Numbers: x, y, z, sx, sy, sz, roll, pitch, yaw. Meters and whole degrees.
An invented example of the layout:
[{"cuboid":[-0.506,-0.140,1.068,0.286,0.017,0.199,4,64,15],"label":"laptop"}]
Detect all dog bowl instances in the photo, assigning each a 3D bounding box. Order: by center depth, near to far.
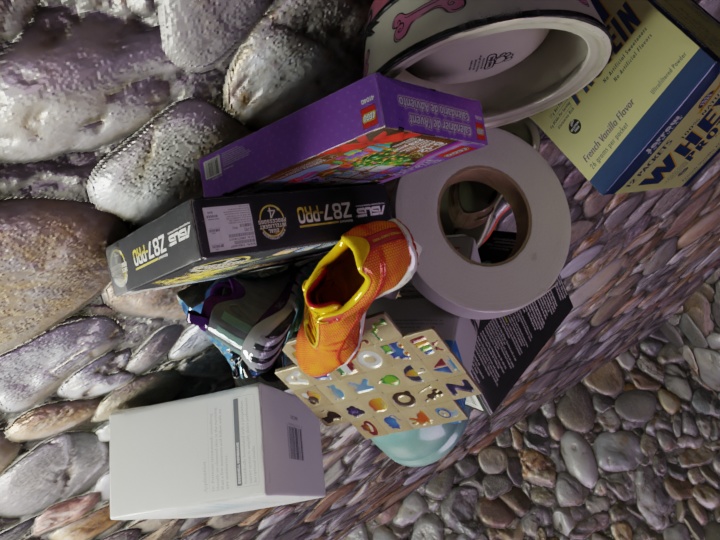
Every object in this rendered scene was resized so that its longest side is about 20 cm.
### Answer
[{"cuboid":[0.090,-0.177,0.558,0.194,0.076,0.200,-9,169,-2],"label":"dog bowl"}]

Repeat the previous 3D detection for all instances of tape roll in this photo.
[{"cuboid":[0.127,-0.052,0.755,0.199,0.206,0.037,-28,173,-17],"label":"tape roll"}]

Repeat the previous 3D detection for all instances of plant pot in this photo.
[{"cuboid":[0.068,0.201,1.172,0.199,0.202,0.134,-41,134,12],"label":"plant pot"}]

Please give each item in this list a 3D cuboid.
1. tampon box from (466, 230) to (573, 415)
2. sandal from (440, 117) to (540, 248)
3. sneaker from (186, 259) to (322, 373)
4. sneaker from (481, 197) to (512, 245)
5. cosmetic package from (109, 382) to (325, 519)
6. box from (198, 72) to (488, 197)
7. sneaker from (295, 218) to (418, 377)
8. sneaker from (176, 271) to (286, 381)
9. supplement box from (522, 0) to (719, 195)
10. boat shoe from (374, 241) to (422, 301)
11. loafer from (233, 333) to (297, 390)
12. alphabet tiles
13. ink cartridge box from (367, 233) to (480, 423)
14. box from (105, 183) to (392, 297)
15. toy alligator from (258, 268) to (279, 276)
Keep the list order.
[{"cuboid":[0.156,0.059,0.953,0.200,0.148,0.128,-44,119,-23],"label":"tampon box"},{"cuboid":[0.133,-0.094,0.840,0.204,0.079,0.057,-60,165,25],"label":"sandal"},{"cuboid":[-0.089,0.020,0.680,0.076,0.086,0.200,-65,176,18],"label":"sneaker"},{"cuboid":[0.151,-0.066,0.926,0.199,0.078,0.082,-39,162,7],"label":"sneaker"},{"cuboid":[-0.167,0.228,0.873,0.194,0.127,0.199,-12,160,14],"label":"cosmetic package"},{"cuboid":[-0.016,-0.094,0.570,0.197,0.040,0.135,-14,174,41],"label":"box"},{"cuboid":[-0.025,0.026,0.603,0.076,0.074,0.202,-12,148,-33],"label":"sneaker"},{"cuboid":[-0.118,0.064,0.747,0.077,0.092,0.200,-23,154,10],"label":"sneaker"},{"cuboid":[0.248,-0.193,0.670,0.197,0.202,0.135,-9,144,-44],"label":"supplement box"},{"cuboid":[0.000,0.000,0.726,0.062,0.070,0.201,-67,-168,-10],"label":"boat shoe"},{"cuboid":[-0.081,0.117,0.947,0.197,0.073,0.063,-25,162,-31],"label":"loafer"},{"cuboid":[0.014,0.111,0.719,0.196,0.006,0.167,-19,126,32],"label":"alphabet tiles"},{"cuboid":[0.057,0.062,0.811,0.141,0.203,0.085,-3,134,24],"label":"ink cartridge box"},{"cuboid":[-0.093,-0.028,0.609,0.197,0.051,0.159,-12,179,-44],"label":"box"},{"cuboid":[-0.059,0.023,0.832,0.201,0.058,0.056,53,49,-57],"label":"toy alligator"}]
